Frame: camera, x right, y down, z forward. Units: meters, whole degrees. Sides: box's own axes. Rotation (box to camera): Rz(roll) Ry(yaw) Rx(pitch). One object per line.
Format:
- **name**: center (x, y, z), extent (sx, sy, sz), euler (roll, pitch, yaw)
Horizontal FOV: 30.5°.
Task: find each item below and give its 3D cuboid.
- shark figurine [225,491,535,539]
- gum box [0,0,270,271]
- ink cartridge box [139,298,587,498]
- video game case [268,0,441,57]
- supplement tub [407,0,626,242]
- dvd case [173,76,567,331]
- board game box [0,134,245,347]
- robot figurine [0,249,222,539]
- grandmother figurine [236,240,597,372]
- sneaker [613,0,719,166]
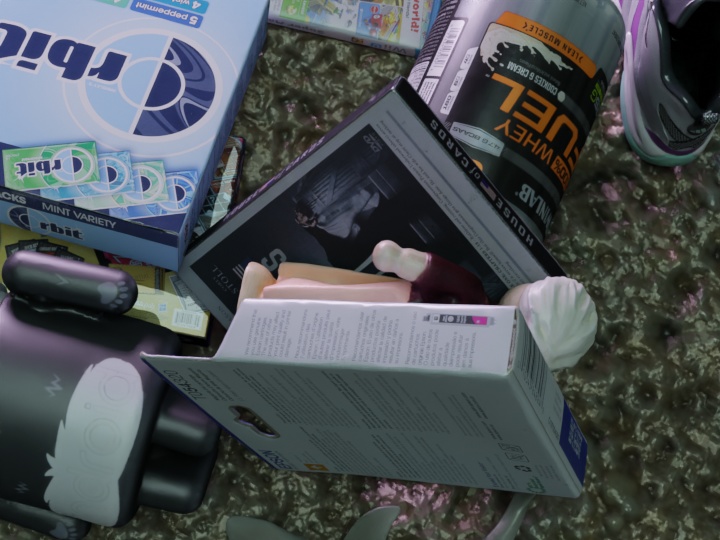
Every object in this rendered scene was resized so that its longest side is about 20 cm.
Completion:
- **shark figurine**: center (0.035, 0.181, 0.801), extent (0.212, 0.090, 0.130), euler (-17, 81, -6)
- **gum box**: center (-0.164, -0.112, 0.833), extent (0.168, 0.045, 0.202), euler (15, 56, 1)
- **ink cartridge box**: center (0.011, 0.070, 0.721), extent (0.197, 0.197, 0.044), euler (3, 66, 21)
- **video game case**: center (-0.034, -0.237, 0.917), extent (0.197, 0.018, 0.145), euler (13, 77, -1)
- **supplement tub**: center (0.081, -0.088, 0.840), extent (0.121, 0.123, 0.202), euler (24, 79, 1)
- **dvd case**: center (0.000, 0.000, 0.781), extent (0.199, 0.025, 0.151), euler (-35, 103, 33)
- **board game box**: center (-0.183, -0.036, 0.855), extent (0.197, 0.035, 0.137), euler (11, 78, -2)
- **robot figurine**: center (-0.179, 0.078, 0.788), extent (0.197, 0.125, 0.152), euler (15, 75, -2)
- **grandmother figurine**: center (0.033, 0.025, 0.737), extent (0.197, 0.122, 0.061), euler (2, 59, 16)
- **sneaker**: center (0.211, -0.180, 0.859), extent (0.077, 0.140, 0.203), euler (-8, 79, -5)
